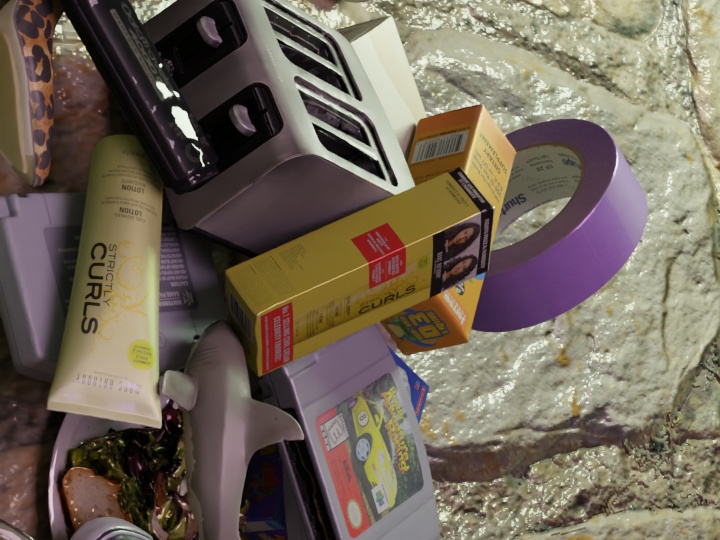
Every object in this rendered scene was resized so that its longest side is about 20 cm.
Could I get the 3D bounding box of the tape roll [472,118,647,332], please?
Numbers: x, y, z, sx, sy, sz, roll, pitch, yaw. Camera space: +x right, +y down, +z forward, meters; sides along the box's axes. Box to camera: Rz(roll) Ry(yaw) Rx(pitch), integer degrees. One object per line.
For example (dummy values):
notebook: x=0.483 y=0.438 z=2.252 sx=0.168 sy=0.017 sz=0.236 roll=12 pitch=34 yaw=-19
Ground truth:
tape roll: x=0.144 y=-0.041 z=1.720 sx=0.066 sy=0.199 sz=0.201 roll=55 pitch=44 yaw=-30

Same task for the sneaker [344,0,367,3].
sneaker: x=-0.019 y=-0.310 z=1.655 sx=0.201 sy=0.087 sz=0.076 roll=58 pitch=41 yaw=-30

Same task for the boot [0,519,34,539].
boot: x=-0.236 y=0.259 z=1.261 sx=0.204 sy=0.073 sz=0.154 roll=52 pitch=48 yaw=-31

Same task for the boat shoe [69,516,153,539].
boat shoe: x=-0.131 y=0.242 z=1.368 sx=0.072 sy=0.067 sz=0.201 roll=-51 pitch=134 yaw=-22

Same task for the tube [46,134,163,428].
tube: x=-0.161 y=0.007 z=1.329 sx=0.052 sy=0.058 sz=0.202 roll=52 pitch=35 yaw=-56

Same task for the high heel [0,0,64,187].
high heel: x=-0.204 y=-0.155 z=1.380 sx=0.142 sy=0.071 sz=0.202 roll=-4 pitch=76 yaw=-47

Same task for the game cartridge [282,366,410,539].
game cartridge: x=-0.006 y=0.172 z=1.539 sx=0.133 sy=0.040 sz=0.202 roll=3 pitch=80 yaw=-48

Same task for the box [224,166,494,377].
box: x=0.000 y=0.000 z=1.432 sx=0.199 sy=0.050 sz=0.076 roll=-23 pitch=143 yaw=-21

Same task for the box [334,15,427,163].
box: x=0.006 y=-0.096 z=1.638 sx=0.078 sy=0.094 sz=0.201 roll=-40 pitch=116 yaw=-51

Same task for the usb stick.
usb stick: x=-0.159 y=-0.145 z=1.348 sx=0.201 sy=0.032 sz=0.055 roll=60 pitch=28 yaw=-2

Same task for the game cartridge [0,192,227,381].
game cartridge: x=-0.175 y=0.012 z=1.392 sx=0.199 sy=0.040 sz=0.134 roll=-3 pitch=71 yaw=-53

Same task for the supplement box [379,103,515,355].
supplement box: x=0.065 y=-0.033 z=1.565 sx=0.067 sy=0.068 sz=0.201 roll=50 pitch=44 yaw=-38

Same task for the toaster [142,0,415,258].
toaster: x=-0.063 y=-0.097 z=1.475 sx=0.200 sy=0.118 sz=0.182 roll=25 pitch=37 yaw=-51

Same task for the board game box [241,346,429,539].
board game box: x=-0.020 y=0.144 z=1.592 sx=0.134 sy=0.045 sz=0.201 roll=46 pitch=49 yaw=-37

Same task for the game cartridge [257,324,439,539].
game cartridge: x=-0.004 y=0.138 z=1.494 sx=0.133 sy=0.041 sz=0.202 roll=-32 pitch=107 yaw=-55

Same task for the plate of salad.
plate of salad: x=-0.143 y=0.163 z=1.423 sx=0.199 sy=0.048 sz=0.202 roll=16 pitch=69 yaw=-50

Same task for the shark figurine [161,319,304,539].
shark figurine: x=-0.078 y=0.135 z=1.347 sx=0.128 sy=0.089 sz=0.216 roll=29 pitch=55 yaw=-79
